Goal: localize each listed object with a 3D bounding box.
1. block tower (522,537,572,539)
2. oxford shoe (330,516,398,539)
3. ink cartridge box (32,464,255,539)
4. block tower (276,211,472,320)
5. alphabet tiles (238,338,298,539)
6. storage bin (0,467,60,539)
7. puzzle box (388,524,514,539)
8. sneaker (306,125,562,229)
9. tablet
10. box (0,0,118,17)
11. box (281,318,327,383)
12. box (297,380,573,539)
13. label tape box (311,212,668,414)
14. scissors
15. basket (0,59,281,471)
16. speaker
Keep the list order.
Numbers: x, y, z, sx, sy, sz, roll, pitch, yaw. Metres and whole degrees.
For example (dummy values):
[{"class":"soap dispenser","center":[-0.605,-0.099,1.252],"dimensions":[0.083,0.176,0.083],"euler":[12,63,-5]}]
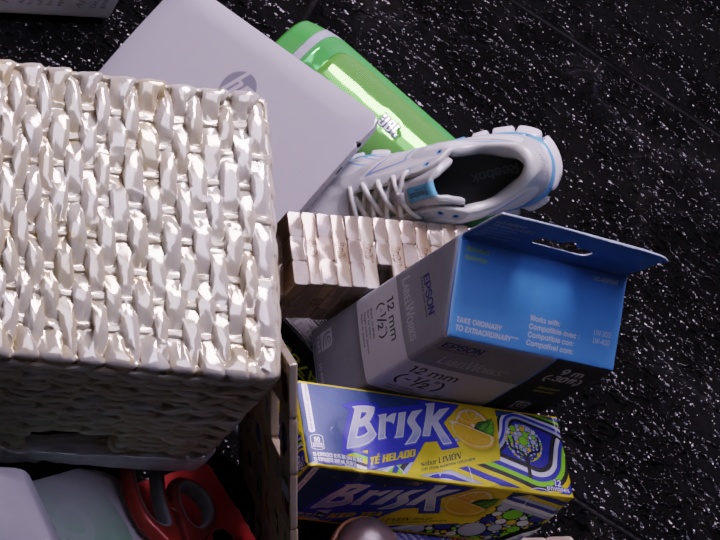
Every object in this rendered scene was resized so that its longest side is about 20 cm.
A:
[{"class":"block tower","center":[0.100,0.267,1.611],"dimensions":[0.058,0.054,0.201],"euler":[50,44,-44]},{"class":"oxford shoe","center":[0.021,0.231,1.607],"dimensions":[0.071,0.073,0.201],"euler":[-2,56,-15]},{"class":"ink cartridge box","center":[-0.120,0.189,1.584],"dimensions":[0.199,0.050,0.161],"euler":[-15,62,-41]},{"class":"block tower","center":[0.000,0.000,1.717],"dimensions":[0.199,0.058,0.054],"euler":[5,64,-25]},{"class":"alphabet tiles","center":[-0.057,0.107,1.601],"dimensions":[0.007,0.168,0.200],"euler":[-3,16,-10]},{"class":"storage bin","center":[-0.213,0.203,1.400],"dimensions":[0.145,0.201,0.135],"euler":[7,39,-31]},{"class":"puzzle box","center":[0.087,0.225,1.716],"dimensions":[0.200,0.025,0.133],"euler":[44,41,8]},{"class":"sneaker","center":[0.034,-0.053,1.754],"dimensions":[0.087,0.199,0.075],"euler":[-11,83,-80]},{"class":"tablet","center":[-0.096,-0.106,1.802],"dimensions":[0.200,0.014,0.130],"euler":[37,81,28]},{"class":"box","center":[-0.226,-0.318,1.868],"dimensions":[0.130,0.199,0.201],"euler":[-1,53,-37]},{"class":"box","center":[-0.003,0.015,1.836],"dimensions":[0.200,0.048,0.193],"euler":[46,39,11]},{"class":"box","center":[0.034,0.126,1.695],"dimensions":[0.199,0.070,0.065],"euler":[9,52,-28]},{"class":"label tape box","center":[0.084,0.041,1.685],"dimensions":[0.143,0.200,0.067],"euler":[13,61,-36]},{"class":"scissors","center":[-0.105,0.189,1.568],"dimensions":[0.073,0.014,0.201],"euler":[30,31,-36]},{"class":"basket","center":[-0.161,0.001,1.552],"dimensions":[0.197,0.161,0.201],"euler":[6,68,-22]},{"class":"speaker","center":[0.012,-0.084,1.843],"dimensions":[0.200,0.089,0.088],"euler":[41,40,7]}]
